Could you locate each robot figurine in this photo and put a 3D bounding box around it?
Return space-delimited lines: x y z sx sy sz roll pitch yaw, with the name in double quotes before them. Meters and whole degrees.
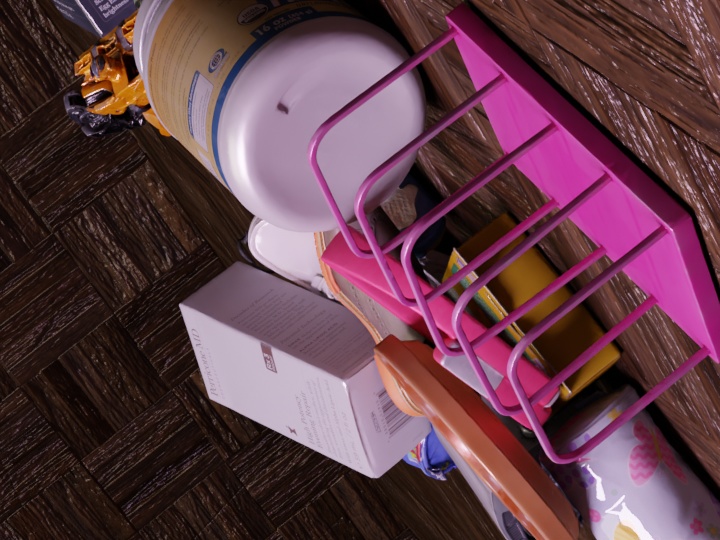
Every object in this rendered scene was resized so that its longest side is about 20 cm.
"robot figurine" -0.123 -0.141 1.762 0.200 0.145 0.058 9 -123 -47

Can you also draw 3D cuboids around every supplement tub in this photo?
"supplement tub" -0.059 -0.126 1.596 0.145 0.145 0.200 57 172 -36

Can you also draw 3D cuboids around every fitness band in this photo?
"fitness band" 0.055 0.036 1.568 0.200 0.037 0.144 38 -178 -43

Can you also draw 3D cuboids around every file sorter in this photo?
"file sorter" 0.082 -0.014 1.300 0.200 0.125 0.139 48 172 36

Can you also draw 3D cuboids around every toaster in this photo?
"toaster" 0.127 0.131 1.857 0.129 0.114 0.200 53 175 30

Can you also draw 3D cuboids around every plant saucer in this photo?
"plant saucer" 0.085 0.119 1.644 0.200 0.032 0.200 48 177 3

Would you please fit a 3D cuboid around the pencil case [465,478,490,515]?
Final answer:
"pencil case" 0.099 0.114 2.060 0.200 0.091 0.094 56 178 -14

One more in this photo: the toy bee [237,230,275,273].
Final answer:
"toy bee" 0.001 -0.032 1.988 0.131 0.109 0.200 42 -164 8

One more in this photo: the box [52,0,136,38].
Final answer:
"box" -0.244 -0.312 2.010 0.200 0.117 0.197 55 173 -18

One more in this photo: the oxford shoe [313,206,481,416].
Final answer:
"oxford shoe" 0.032 0.017 1.739 0.073 0.071 0.200 2 127 55

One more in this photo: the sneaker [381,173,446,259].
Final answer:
"sneaker" -0.011 -0.080 1.831 0.200 0.075 0.088 44 168 42

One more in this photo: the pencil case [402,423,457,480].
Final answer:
"pencil case" 0.016 0.107 2.006 0.200 0.078 0.087 23 143 41

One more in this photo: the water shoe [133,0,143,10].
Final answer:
"water shoe" -0.102 -0.214 1.817 0.071 0.079 0.200 9 178 21

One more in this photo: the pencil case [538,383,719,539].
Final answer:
"pencil case" 0.209 0.173 1.635 0.200 0.083 0.091 51 -142 -1

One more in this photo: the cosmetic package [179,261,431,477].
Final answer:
"cosmetic package" -0.045 0.075 1.864 0.200 0.074 0.102 20 137 43

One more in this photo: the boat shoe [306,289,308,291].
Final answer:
"boat shoe" 0.008 0.045 1.958 0.075 0.200 0.062 32 -125 -60

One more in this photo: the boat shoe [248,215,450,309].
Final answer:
"boat shoe" 0.000 0.000 1.859 0.200 0.071 0.069 17 -159 12

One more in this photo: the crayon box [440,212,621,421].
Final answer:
"crayon box" 0.116 0.033 1.658 0.126 0.052 0.200 51 174 6
